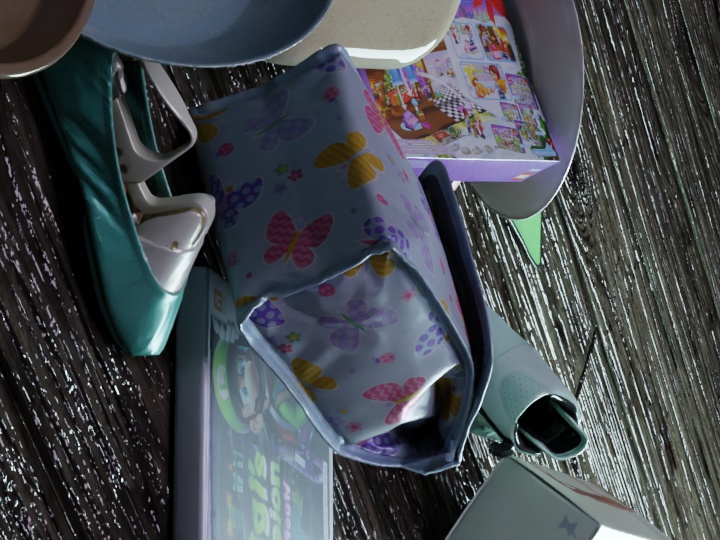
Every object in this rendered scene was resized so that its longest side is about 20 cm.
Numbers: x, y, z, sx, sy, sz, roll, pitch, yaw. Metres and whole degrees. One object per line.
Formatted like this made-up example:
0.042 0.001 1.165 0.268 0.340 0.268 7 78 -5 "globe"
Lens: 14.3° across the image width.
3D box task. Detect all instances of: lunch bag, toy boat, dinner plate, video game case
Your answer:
0.000 0.000 1.630 0.200 0.127 0.170 59 12 -47 "lunch bag"
-0.032 -0.198 1.687 0.200 0.131 0.131 0 120 -47 "toy boat"
0.095 -0.134 1.956 0.024 0.200 0.201 -5 86 -24 "dinner plate"
-0.058 0.119 1.627 0.182 0.023 0.200 38 48 -61 "video game case"

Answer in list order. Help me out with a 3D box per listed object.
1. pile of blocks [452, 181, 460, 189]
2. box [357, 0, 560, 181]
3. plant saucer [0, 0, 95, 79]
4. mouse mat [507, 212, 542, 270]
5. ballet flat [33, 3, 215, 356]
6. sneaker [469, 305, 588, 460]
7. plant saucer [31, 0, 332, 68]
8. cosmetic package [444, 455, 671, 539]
0.035 -0.038 1.867 0.082 0.062 0.200 -56 134 -60 "pile of blocks"
0.038 -0.125 1.826 0.200 0.039 0.137 -1 69 -53 "box"
-0.195 -0.180 1.312 0.200 0.029 0.200 30 51 -46 "plant saucer"
0.110 -0.110 2.143 0.200 0.008 0.161 58 31 -58 "mouse mat"
-0.114 -0.046 1.475 0.067 0.070 0.200 -56 134 -61 "ballet flat"
0.107 0.098 1.908 0.118 0.074 0.200 49 0 29 "sneaker"
-0.110 -0.169 1.449 0.039 0.201 0.201 122 -14 -45 "plant saucer"
0.136 0.198 1.960 0.103 0.087 0.200 -54 156 3 "cosmetic package"
